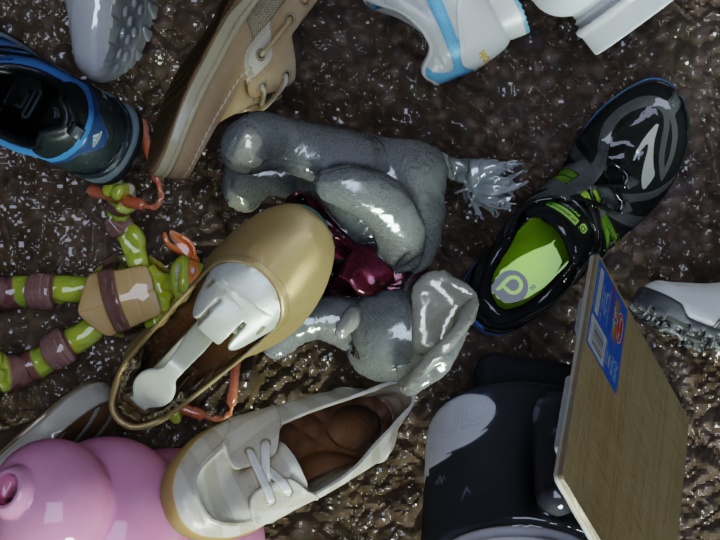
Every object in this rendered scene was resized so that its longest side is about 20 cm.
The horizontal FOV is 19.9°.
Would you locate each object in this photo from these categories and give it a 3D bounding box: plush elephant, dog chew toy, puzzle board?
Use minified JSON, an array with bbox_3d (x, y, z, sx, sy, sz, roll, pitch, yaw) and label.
[{"bbox_3d":[0.000,0.000,1.269,0.199,0.165,0.155,6,82,-10],"label":"plush elephant"},{"bbox_3d":[-0.148,0.158,1.259,0.124,0.200,0.125,-15,63,31],"label":"dog chew toy"},{"bbox_3d":[0.158,0.107,1.249,0.017,0.200,0.151,-17,123,25],"label":"puzzle board"}]

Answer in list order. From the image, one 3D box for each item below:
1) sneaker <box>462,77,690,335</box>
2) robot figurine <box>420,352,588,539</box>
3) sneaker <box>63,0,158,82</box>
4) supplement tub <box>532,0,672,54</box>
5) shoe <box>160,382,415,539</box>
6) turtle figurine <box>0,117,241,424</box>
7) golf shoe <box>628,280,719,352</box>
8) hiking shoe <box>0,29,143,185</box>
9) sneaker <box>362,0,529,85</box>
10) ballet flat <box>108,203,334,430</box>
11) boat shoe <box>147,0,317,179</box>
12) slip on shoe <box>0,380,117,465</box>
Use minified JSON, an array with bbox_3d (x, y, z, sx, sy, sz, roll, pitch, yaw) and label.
[{"bbox_3d":[0.142,-0.035,1.312,0.071,0.083,0.200,42,91,-3],"label":"sneaker"},{"bbox_3d":[0.101,0.150,1.274,0.124,0.201,0.150,-16,137,24],"label":"robot figurine"},{"bbox_3d":[-0.173,-0.220,1.312,0.080,0.076,0.201,3,88,10],"label":"sneaker"},{"bbox_3d":[0.135,-0.250,1.272,0.145,0.145,0.200,-38,93,1],"label":"supplement tub"},{"bbox_3d":[-0.041,0.110,1.269,0.053,0.200,0.070,-33,82,44],"label":"shoe"},{"bbox_3d":[-0.164,0.011,1.318,0.161,0.064,0.201,-14,101,7],"label":"turtle figurine"},{"bbox_3d":[0.271,0.016,1.325,0.199,0.078,0.095,10,89,-13],"label":"golf shoe"},{"bbox_3d":[-0.229,-0.117,1.276,0.199,0.087,0.075,19,86,24],"label":"hiking shoe"},{"bbox_3d":[0.022,-0.213,1.307,0.081,0.077,0.200,-36,91,2],"label":"sneaker"},{"bbox_3d":[-0.084,0.036,1.212,0.069,0.063,0.200,42,130,-3],"label":"ballet flat"},{"bbox_3d":[-0.068,-0.134,1.285,0.064,0.071,0.200,32,67,-13],"label":"boat shoe"},{"bbox_3d":[-0.234,0.129,1.307,0.200,0.076,0.061,-46,68,22],"label":"slip on shoe"}]
